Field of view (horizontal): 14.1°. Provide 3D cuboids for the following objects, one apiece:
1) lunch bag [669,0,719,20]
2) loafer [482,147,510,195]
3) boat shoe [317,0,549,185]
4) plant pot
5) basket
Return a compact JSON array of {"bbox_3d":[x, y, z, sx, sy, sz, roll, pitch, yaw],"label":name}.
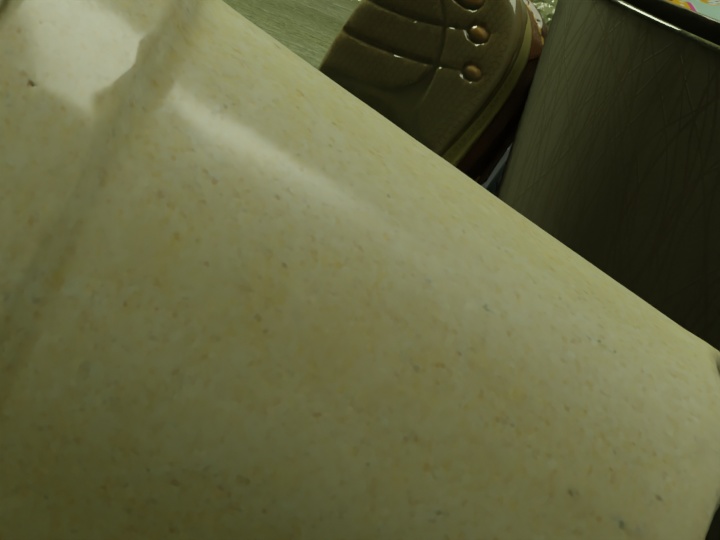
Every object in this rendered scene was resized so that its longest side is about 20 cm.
[{"bbox_3d":[0.133,-0.019,1.240,0.121,0.201,0.170,9,10,-5],"label":"lunch bag"},{"bbox_3d":[0.000,0.000,1.031,0.063,0.072,0.200,23,49,28],"label":"loafer"},{"bbox_3d":[-0.009,-0.010,0.933,0.072,0.200,0.068,46,9,29],"label":"boat shoe"},{"bbox_3d":[-0.027,0.039,0.635,0.183,0.201,0.200,28,9,-4],"label":"plant pot"},{"bbox_3d":[0.090,0.028,0.882,0.135,0.201,0.180,19,11,-19],"label":"basket"}]
